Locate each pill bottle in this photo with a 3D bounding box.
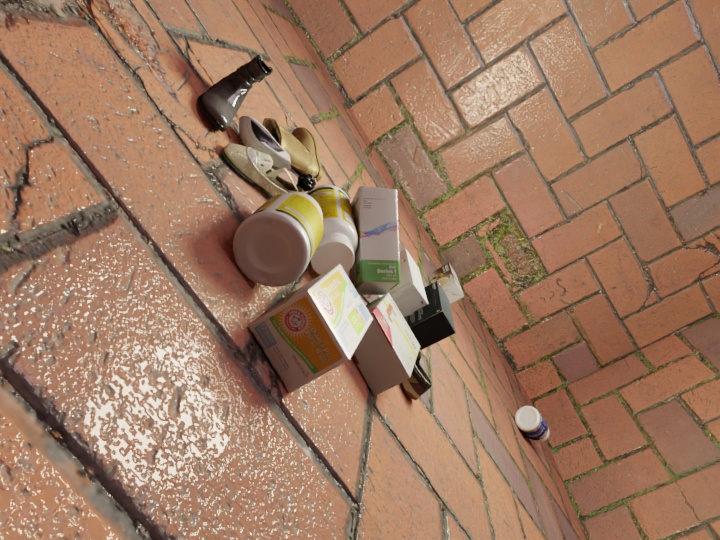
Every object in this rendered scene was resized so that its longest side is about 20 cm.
[{"bbox_3d":[0.797,0.714,2.366,0.200,0.115,0.116,46,20,-41],"label":"pill bottle"},{"bbox_3d":[-0.121,-0.060,0.822,0.115,0.114,0.200,56,16,-14],"label":"pill bottle"},{"bbox_3d":[-0.065,-0.081,1.048,0.113,0.112,0.201,49,18,-34],"label":"pill bottle"}]

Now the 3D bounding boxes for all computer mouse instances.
[{"bbox_3d":[-0.180,-0.225,1.043,0.200,0.044,0.109,44,-23,-21],"label":"computer mouse"}]

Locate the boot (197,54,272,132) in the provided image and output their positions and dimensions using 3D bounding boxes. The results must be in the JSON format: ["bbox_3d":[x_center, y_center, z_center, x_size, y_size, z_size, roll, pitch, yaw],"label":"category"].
[{"bbox_3d":[-0.232,-0.349,0.974,0.070,0.131,0.201,49,18,-37],"label":"boot"}]

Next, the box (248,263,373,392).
[{"bbox_3d":[-0.064,0.077,0.766,0.113,0.101,0.200,58,15,-5],"label":"box"}]

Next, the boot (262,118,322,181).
[{"bbox_3d":[-0.171,-0.319,1.254,0.200,0.066,0.176,27,35,-62],"label":"boot"}]

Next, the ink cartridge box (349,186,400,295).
[{"bbox_3d":[0.026,-0.059,1.092,0.145,0.083,0.202,132,-42,-73],"label":"ink cartridge box"}]

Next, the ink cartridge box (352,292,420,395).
[{"bbox_3d":[0.045,0.140,1.042,0.146,0.083,0.200,60,14,-1],"label":"ink cartridge box"}]

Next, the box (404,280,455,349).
[{"bbox_3d":[0.170,0.124,1.377,0.079,0.141,0.200,55,16,-15],"label":"box"}]

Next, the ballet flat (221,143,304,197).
[{"bbox_3d":[-0.178,-0.189,0.980,0.200,0.062,0.068,40,24,-51],"label":"ballet flat"}]

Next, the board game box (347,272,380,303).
[{"bbox_3d":[0.000,0.000,1.260,0.200,0.034,0.127,51,17,-31],"label":"board game box"}]

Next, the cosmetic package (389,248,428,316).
[{"bbox_3d":[0.107,0.039,1.395,0.081,0.112,0.200,53,14,-24],"label":"cosmetic package"}]

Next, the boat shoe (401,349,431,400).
[{"bbox_3d":[0.112,0.198,1.187,0.073,0.065,0.201,37,26,-52],"label":"boat shoe"}]

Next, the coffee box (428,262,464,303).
[{"bbox_3d":[0.361,0.063,2.182,0.080,0.114,0.200,53,16,-20],"label":"coffee box"}]
